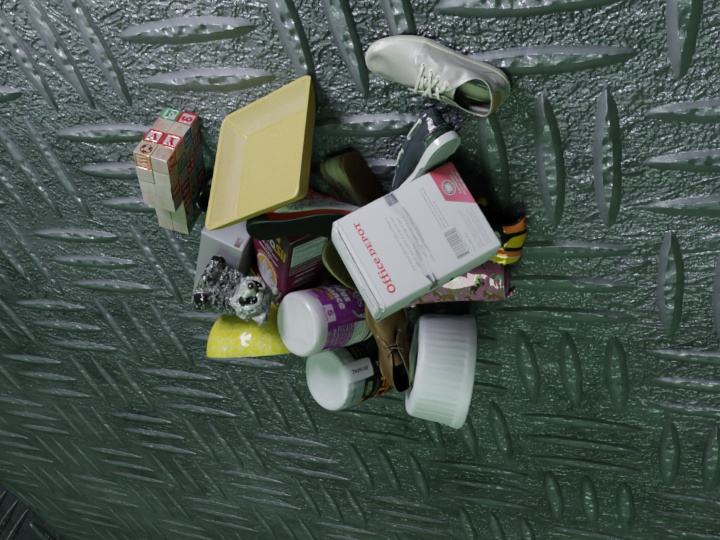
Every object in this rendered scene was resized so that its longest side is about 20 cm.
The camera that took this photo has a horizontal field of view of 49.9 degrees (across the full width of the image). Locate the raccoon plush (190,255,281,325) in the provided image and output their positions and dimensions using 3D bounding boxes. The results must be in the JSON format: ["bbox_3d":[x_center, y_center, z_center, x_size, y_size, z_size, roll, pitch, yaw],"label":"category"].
[{"bbox_3d":[-0.212,0.045,1.345,0.133,0.098,0.200,25,171,-5],"label":"raccoon plush"}]

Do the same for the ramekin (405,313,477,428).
[{"bbox_3d":[0.139,0.172,1.371,0.096,0.202,0.201,7,142,-2],"label":"ramekin"}]

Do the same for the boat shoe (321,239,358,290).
[{"bbox_3d":[0.001,-0.002,1.318,0.200,0.074,0.063,22,177,-41],"label":"boat shoe"}]

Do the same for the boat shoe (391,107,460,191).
[{"bbox_3d":[0.086,-0.165,1.128,0.061,0.075,0.200,61,152,12],"label":"boat shoe"}]

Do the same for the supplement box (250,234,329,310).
[{"bbox_3d":[-0.122,-0.037,1.321,0.111,0.085,0.201,51,150,24],"label":"supplement box"}]

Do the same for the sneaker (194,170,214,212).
[{"bbox_3d":[-0.199,-0.141,1.274,0.198,0.083,0.071,-18,127,37],"label":"sneaker"}]

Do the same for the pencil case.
[{"bbox_3d":[0.150,0.012,1.269,0.198,0.084,0.087,-5,153,18],"label":"pencil case"}]

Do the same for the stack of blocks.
[{"bbox_3d":[-0.311,-0.153,1.289,0.058,0.116,0.201,16,142,8],"label":"stack of blocks"}]

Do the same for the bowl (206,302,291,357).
[{"bbox_3d":[-0.185,0.097,1.423,0.197,0.109,0.200,-4,178,0],"label":"bowl"}]

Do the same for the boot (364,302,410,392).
[{"bbox_3d":[0.056,0.119,1.326,0.073,0.076,0.202,-16,120,-6],"label":"boot"}]

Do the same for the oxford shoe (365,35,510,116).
[{"bbox_3d":[0.098,-0.254,1.017,0.198,0.058,0.076,20,145,6],"label":"oxford shoe"}]

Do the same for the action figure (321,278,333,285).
[{"bbox_3d":[-0.087,0.069,1.486,0.129,0.070,0.201,-1,133,37],"label":"action figure"}]

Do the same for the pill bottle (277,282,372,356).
[{"bbox_3d":[-0.039,0.078,1.360,0.112,0.199,0.114,11,106,44],"label":"pill bottle"}]

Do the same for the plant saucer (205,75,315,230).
[{"bbox_3d":[-0.138,-0.163,1.146,0.198,0.202,0.048,-15,151,38],"label":"plant saucer"}]

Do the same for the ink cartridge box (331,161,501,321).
[{"bbox_3d":[0.075,-0.039,1.109,0.147,0.198,0.085,60,168,11],"label":"ink cartridge box"}]

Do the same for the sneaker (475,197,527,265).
[{"bbox_3d":[0.161,-0.079,1.198,0.198,0.070,0.091,17,122,12],"label":"sneaker"}]

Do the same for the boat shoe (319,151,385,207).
[{"bbox_3d":[0.005,-0.100,1.241,0.062,0.073,0.201,-5,124,40],"label":"boat shoe"}]

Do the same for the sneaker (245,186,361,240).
[{"bbox_3d":[-0.076,-0.108,1.197,0.199,0.109,0.068,-3,146,7],"label":"sneaker"}]

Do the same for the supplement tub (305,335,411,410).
[{"bbox_3d":[0.005,0.178,1.450,0.122,0.199,0.124,13,109,44],"label":"supplement tub"}]

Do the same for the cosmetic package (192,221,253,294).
[{"bbox_3d":[-0.241,-0.032,1.407,0.089,0.107,0.201,22,140,1],"label":"cosmetic package"}]
